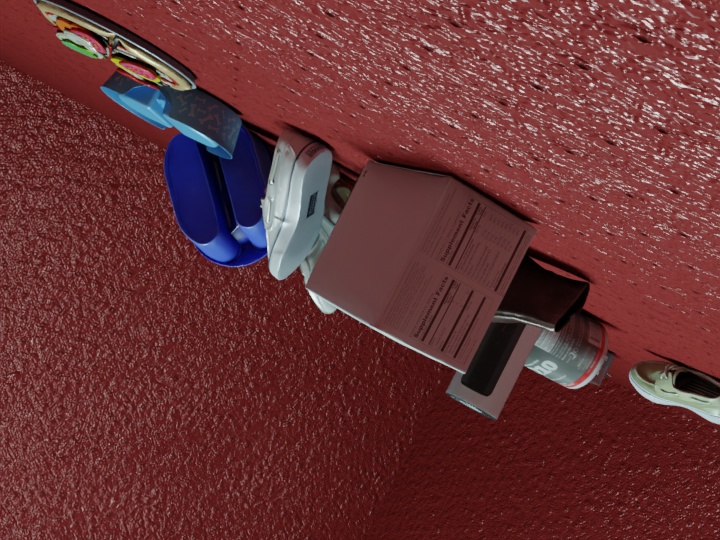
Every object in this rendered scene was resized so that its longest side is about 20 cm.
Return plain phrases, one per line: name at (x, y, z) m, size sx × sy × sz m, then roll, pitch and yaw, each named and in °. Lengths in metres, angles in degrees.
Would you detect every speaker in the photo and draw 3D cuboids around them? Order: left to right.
speaker at (0.196, 0.098, 1.469) m, size 0.081 × 0.201 × 0.081 m, roll 28°, pitch 174°, yaw 3°

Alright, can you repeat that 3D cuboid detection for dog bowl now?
dog bowl at (-0.234, -0.206, 1.353) m, size 0.199 × 0.050 × 0.111 m, roll 27°, pitch 174°, yaw 22°

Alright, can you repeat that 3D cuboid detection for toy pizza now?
toy pizza at (-0.277, -0.245, 1.197) m, size 0.199 × 0.032 × 0.200 m, roll 27°, pitch 179°, yaw 1°

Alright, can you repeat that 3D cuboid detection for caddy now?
caddy at (-0.179, -0.106, 1.435) m, size 0.105 × 0.140 × 0.202 m, roll 45°, pitch -153°, yaw -72°

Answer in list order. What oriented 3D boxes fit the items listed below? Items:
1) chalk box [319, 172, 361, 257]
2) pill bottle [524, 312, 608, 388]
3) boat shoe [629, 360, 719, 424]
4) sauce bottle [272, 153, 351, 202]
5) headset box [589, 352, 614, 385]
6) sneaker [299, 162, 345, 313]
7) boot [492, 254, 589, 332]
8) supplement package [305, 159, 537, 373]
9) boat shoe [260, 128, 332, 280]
chalk box at (0.039, -0.029, 1.304) m, size 0.124 × 0.125 × 0.200 m, roll 26°, pitch 179°, yaw 22°
pill bottle at (0.268, 0.091, 1.629) m, size 0.199 × 0.115 × 0.114 m, roll 27°, pitch 179°, yaw -21°
boat shoe at (0.499, 0.174, 1.666) m, size 0.199 × 0.072 × 0.062 m, roll 20°, pitch 149°, yaw 51°
sauce bottle at (-0.087, -0.124, 1.502) m, size 0.066 × 0.066 × 0.200 m, roll 28°, pitch -175°, yaw -44°
headset box at (0.438, 0.173, 2.262) m, size 0.199 × 0.076 × 0.149 m, roll 27°, pitch 178°, yaw 3°
sneaker at (-0.045, -0.042, 1.358) m, size 0.079 × 0.202 × 0.070 m, roll -11°, pitch -164°, yaw -1°
boot at (0.147, 0.033, 1.213) m, size 0.165 × 0.073 × 0.199 m, roll 21°, pitch -142°, yaw 33°
supplement package at (0.053, -0.010, 1.070) m, size 0.110 × 0.157 × 0.200 m, roll 28°, pitch 179°, yaw -23°
boat shoe at (-0.084, -0.079, 1.267) m, size 0.065 × 0.201 × 0.073 m, roll 36°, pitch -139°, yaw 21°
